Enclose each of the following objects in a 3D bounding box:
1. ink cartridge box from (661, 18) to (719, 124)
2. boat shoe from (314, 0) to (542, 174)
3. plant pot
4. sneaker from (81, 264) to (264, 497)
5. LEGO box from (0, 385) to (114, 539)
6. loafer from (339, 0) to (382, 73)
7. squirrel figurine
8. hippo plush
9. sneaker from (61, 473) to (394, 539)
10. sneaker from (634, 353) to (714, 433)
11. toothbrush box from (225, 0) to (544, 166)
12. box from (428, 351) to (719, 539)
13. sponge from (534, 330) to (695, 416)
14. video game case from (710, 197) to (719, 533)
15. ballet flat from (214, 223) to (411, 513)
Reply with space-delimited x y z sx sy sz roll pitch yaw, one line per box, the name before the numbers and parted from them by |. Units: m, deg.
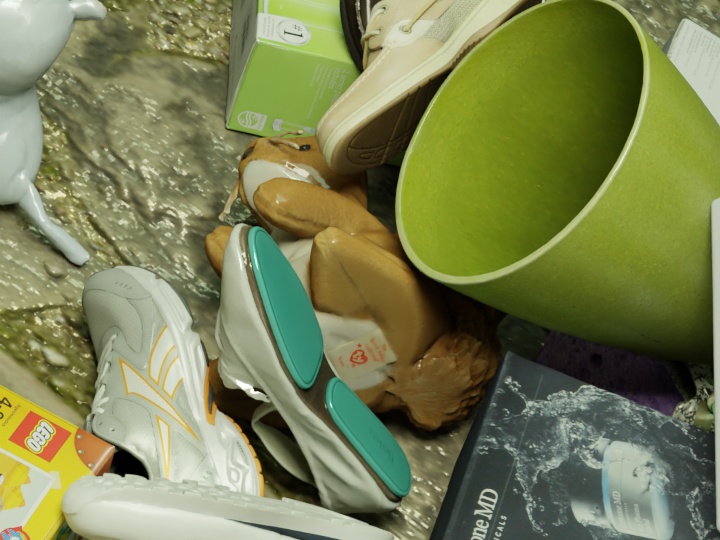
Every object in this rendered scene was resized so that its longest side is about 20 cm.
ink cartridge box | 0.275 -0.075 1.867 0.200 0.050 0.109 32 36 -3
boat shoe | 0.031 -0.130 1.716 0.065 0.072 0.200 38 56 14
plant pot | 0.155 -0.029 1.659 0.200 0.187 0.187 35 34 -35
sneaker | -0.130 0.079 1.628 0.092 0.076 0.200 -12 52 -25
LEGO box | -0.246 0.145 1.513 0.149 0.077 0.200 27 44 6
loafer | 0.059 -0.114 1.787 0.073 0.071 0.200 -33 91 -15
squirrel figurine | 0.000 0.000 1.734 0.200 0.142 0.187 20 32 -23
hippo plush | -0.246 -0.126 1.711 0.159 0.161 0.200 -3 49 -24
sneaker | -0.073 0.159 1.536 0.200 0.081 0.076 16 1 -29
sneaker | 0.232 0.090 1.732 0.089 0.077 0.200 -23 55 -20
toothbrush box | 0.018 -0.151 1.896 0.200 0.086 0.146 13 45 -11
box | 0.135 0.180 1.603 0.200 0.118 0.197 21 44 1
sponge | 0.201 0.094 1.774 0.200 0.030 0.112 28 45 4
video game case | 0.250 0.081 1.602 0.182 0.023 0.200 33 51 -47
ballet flat | -0.042 0.065 1.613 0.200 0.069 0.069 59 37 -26
